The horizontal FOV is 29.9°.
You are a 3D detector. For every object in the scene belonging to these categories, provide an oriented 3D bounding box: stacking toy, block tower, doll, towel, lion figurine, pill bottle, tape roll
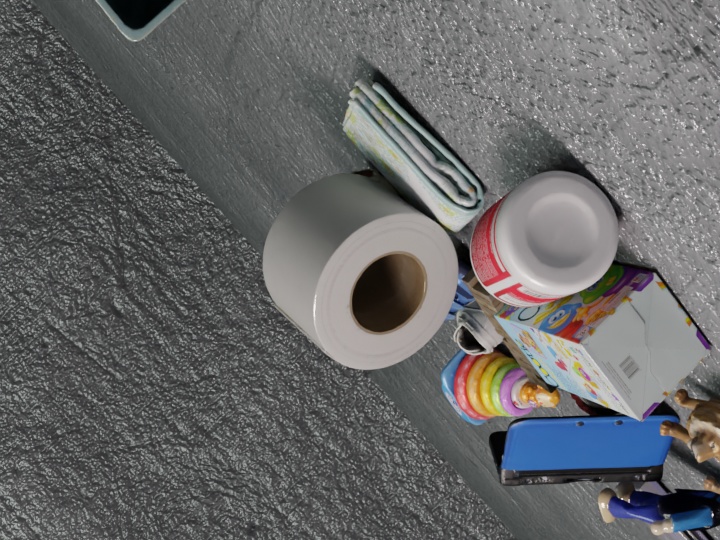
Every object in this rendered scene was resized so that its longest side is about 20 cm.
[{"bbox_3d":[0.219,0.172,1.947,0.116,0.110,0.200,55,158,-24],"label":"stacking toy"},{"bbox_3d":[0.204,0.070,1.687,0.200,0.054,0.058,53,168,-29],"label":"block tower"},{"bbox_3d":[0.374,0.277,1.562,0.199,0.136,0.049,-6,94,46],"label":"doll"},{"bbox_3d":[0.058,-0.130,1.569,0.200,0.048,0.171,48,174,2],"label":"towel"},{"bbox_3d":[0.381,0.187,1.373,0.200,0.073,0.122,38,171,-37],"label":"lion figurine"},{"bbox_3d":[0.168,-0.024,1.296,0.112,0.112,0.200,48,170,0],"label":"pill bottle"},{"bbox_3d":[0.000,0.000,1.623,0.139,0.203,0.203,37,166,50],"label":"tape roll"}]

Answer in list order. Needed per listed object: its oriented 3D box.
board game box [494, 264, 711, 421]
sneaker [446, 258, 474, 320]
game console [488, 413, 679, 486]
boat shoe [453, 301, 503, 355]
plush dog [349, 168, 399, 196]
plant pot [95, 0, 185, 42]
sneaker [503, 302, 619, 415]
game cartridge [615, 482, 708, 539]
[{"bbox_3d":[0.237,0.061,1.350,0.105,0.103,0.200,50,170,-17],"label":"board game box"},{"bbox_3d":[0.117,0.030,1.813,0.074,0.082,0.200,41,170,1],"label":"sneaker"},{"bbox_3d":[0.263,0.191,1.619,0.171,0.198,0.119,-98,8,-70],"label":"game console"},{"bbox_3d":[0.164,0.088,1.899,0.072,0.066,0.200,49,170,-8],"label":"boat shoe"},{"bbox_3d":[0.019,-0.012,1.821,0.200,0.172,0.161,40,168,34],"label":"plush dog"},{"bbox_3d":[-0.235,-0.383,1.461,0.196,0.196,0.200,50,180,-12],"label":"plant pot"},{"bbox_3d":[0.245,0.091,1.542,0.201,0.071,0.098,48,171,-10],"label":"sneaker"},{"bbox_3d":[0.444,0.366,1.865,0.200,0.038,0.130,48,174,2],"label":"game cartridge"}]
